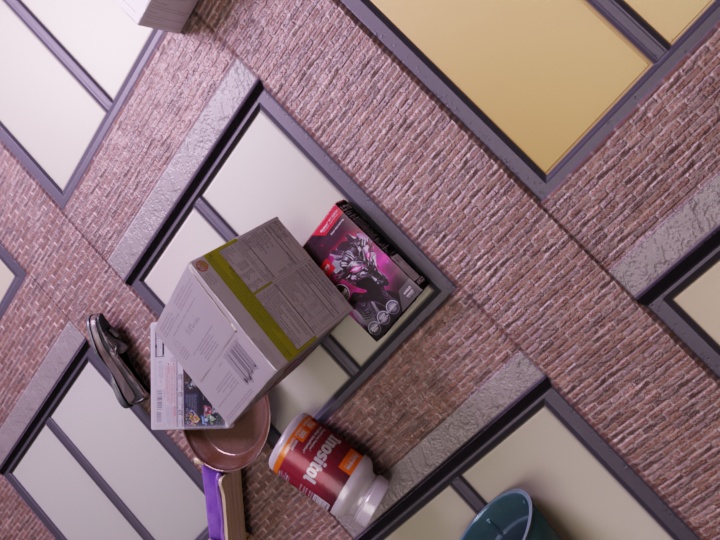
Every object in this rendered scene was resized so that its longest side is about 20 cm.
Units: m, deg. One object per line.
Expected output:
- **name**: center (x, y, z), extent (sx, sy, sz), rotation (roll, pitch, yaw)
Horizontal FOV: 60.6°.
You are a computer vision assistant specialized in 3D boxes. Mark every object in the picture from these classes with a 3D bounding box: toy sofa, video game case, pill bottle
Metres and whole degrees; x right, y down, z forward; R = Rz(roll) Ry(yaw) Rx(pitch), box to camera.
- **toy sofa**: center (-0.270, 0.450, 1.184), extent (0.081, 0.097, 0.205), rotation (3, 104, 20)
- **video game case**: center (-0.316, 0.192, 1.151), extent (0.178, 0.023, 0.205), rotation (-7, 80, 23)
- **pill bottle**: center (-0.051, 0.347, 1.067), extent (0.198, 0.113, 0.114), rotation (31, 111, 11)

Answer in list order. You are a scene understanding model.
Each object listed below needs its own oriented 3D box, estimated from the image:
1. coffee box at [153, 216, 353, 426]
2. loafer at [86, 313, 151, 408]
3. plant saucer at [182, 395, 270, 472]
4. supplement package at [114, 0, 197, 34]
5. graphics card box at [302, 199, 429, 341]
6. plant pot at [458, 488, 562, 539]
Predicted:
- **coffee box**: center (-0.170, 0.077, 0.981), extent (0.201, 0.197, 0.200), rotation (48, 133, 5)
- **loafer**: center (-0.476, 0.173, 1.226), extent (0.062, 0.072, 0.204), rotation (-18, 103, 4)
- **plant saucer**: center (-0.242, 0.265, 1.141), extent (0.196, 0.037, 0.205), rotation (-3, 83, 24)
- **supplement package**: center (-0.306, -0.500, 0.973), extent (0.114, 0.109, 0.200), rotation (45, 114, 6)
- **graphics card box**: center (0.000, 0.000, 1.001), extent (0.200, 0.051, 0.126), rotation (44, 114, 6)
- **plant pot**: center (0.264, 0.482, 0.942), extent (0.195, 0.200, 0.201), rotation (40, 113, -1)
